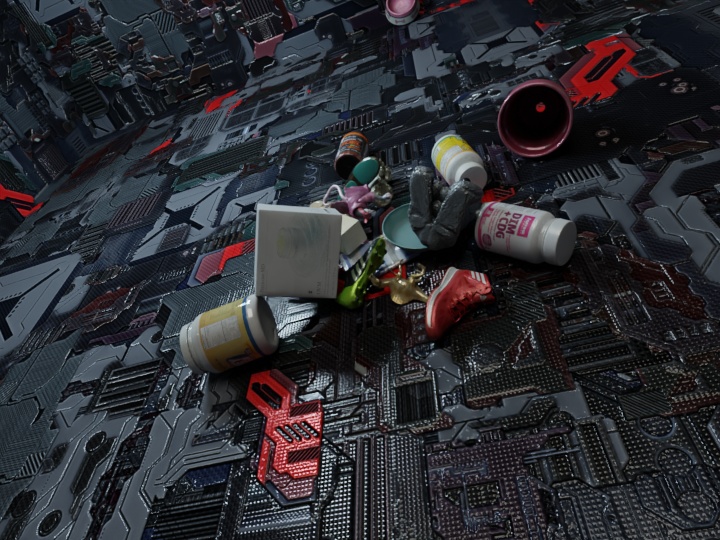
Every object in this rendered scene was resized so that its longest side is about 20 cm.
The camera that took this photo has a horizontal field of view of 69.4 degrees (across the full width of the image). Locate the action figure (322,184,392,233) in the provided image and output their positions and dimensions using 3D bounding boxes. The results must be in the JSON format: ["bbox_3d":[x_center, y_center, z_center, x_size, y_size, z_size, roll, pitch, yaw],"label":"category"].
[{"bbox_3d":[-0.009,-0.188,1.443,0.136,0.147,0.201,-62,19,15],"label":"action figure"}]

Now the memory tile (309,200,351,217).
[{"bbox_3d":[-0.112,-0.160,1.607,0.197,0.017,0.154,12,50,40],"label":"memory tile"}]

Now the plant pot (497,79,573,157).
[{"bbox_3d":[0.498,-0.441,1.469,0.196,0.204,0.179,-4,25,26],"label":"plant pot"}]

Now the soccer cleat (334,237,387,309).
[{"bbox_3d":[0.000,0.000,1.283,0.080,0.068,0.202,13,64,33],"label":"soccer cleat"}]

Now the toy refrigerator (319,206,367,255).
[{"bbox_3d":[-0.073,-0.111,1.453,0.076,0.071,0.199,-41,35,-18],"label":"toy refrigerator"}]

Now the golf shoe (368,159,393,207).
[{"bbox_3d":[0.046,-0.246,1.595,0.097,0.078,0.202,-34,30,31],"label":"golf shoe"}]

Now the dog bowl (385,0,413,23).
[{"bbox_3d":[0.227,-1.459,2.858,0.196,0.074,0.205,-3,78,14],"label":"dog bowl"}]

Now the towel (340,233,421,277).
[{"bbox_3d":[0.046,-0.040,1.365,0.197,0.024,0.148,-26,37,-1],"label":"towel"}]

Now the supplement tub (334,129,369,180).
[{"bbox_3d":[-0.025,-0.401,1.775,0.105,0.108,0.202,-11,39,18],"label":"supplement tub"}]

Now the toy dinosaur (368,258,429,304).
[{"bbox_3d":[0.118,0.037,1.218,0.197,0.058,0.102,21,72,30],"label":"toy dinosaur"}]

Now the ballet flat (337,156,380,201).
[{"bbox_3d":[-0.002,-0.274,1.557,0.200,0.068,0.068,-42,2,36],"label":"ballet flat"}]

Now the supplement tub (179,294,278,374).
[{"bbox_3d":[-0.307,0.154,1.229,0.196,0.146,0.146,-20,36,7],"label":"supplement tub"}]

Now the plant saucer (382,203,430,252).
[{"bbox_3d":[0.155,-0.108,1.350,0.195,0.036,0.202,-6,42,5],"label":"plant saucer"}]

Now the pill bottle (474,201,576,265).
[{"bbox_3d":[0.364,-0.081,1.153,0.198,0.115,0.113,20,55,44],"label":"pill bottle"}]

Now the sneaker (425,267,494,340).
[{"bbox_3d":[0.215,0.066,1.094,0.114,0.079,0.202,1,45,32],"label":"sneaker"}]

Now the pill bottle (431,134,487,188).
[{"bbox_3d":[0.280,-0.295,1.464,0.111,0.114,0.201,-22,36,3],"label":"pill bottle"}]

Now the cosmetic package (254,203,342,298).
[{"bbox_3d":[-0.154,-0.047,1.248,0.195,0.204,0.123,2,13,-12],"label":"cosmetic package"}]

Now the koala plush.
[{"bbox_3d":[0.226,-0.155,1.267,0.176,0.187,0.198,27,31,32],"label":"koala plush"}]
